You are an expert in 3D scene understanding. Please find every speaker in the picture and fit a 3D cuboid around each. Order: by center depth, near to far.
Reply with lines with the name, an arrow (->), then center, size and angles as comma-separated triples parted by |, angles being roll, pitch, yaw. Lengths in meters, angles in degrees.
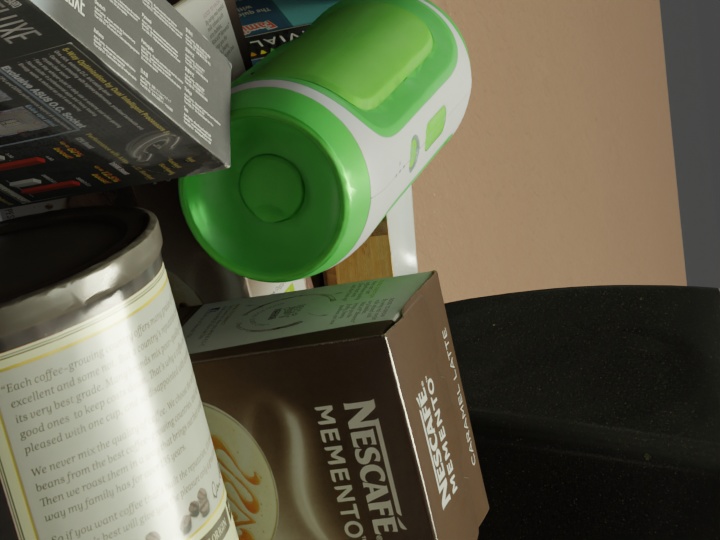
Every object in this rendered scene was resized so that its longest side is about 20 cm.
speaker -> -0.010, -0.063, 0.866 | 0.200, 0.088, 0.089 | -51, 129, -63

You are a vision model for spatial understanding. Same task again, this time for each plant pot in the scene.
plant pot -> 0.111, 0.125, 1.181 | 0.200, 0.176, 0.201 | -83, -176, -61

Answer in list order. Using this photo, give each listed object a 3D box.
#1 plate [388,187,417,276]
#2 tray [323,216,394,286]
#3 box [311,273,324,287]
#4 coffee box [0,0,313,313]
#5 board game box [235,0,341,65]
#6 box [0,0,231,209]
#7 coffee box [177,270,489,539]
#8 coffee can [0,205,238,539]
plate -> 0.010, -0.043, 1.256 | 0.200, 0.032, 0.202 | -81, 166, -62
tray -> 0.000, 0.000, 1.044 | 0.200, 0.037, 0.100 | -97, 180, -75
box -> -0.021, 0.021, 1.172 | 0.164, 0.021, 0.202 | 65, 22, -72
coffee box -> -0.096, -0.024, 0.914 | 0.080, 0.112, 0.202 | -51, 130, -63
board game box -> -0.086, -0.159, 0.941 | 0.200, 0.150, 0.047 | 46, 39, -58
box -> -0.157, -0.080, 0.708 | 0.200, 0.156, 0.050 | 39, 46, -60
coffee box -> -0.057, 0.077, 0.849 | 0.080, 0.198, 0.115 | -46, 124, -65
coffee can -> -0.121, 0.094, 0.749 | 0.146, 0.145, 0.202 | -47, 126, -65
